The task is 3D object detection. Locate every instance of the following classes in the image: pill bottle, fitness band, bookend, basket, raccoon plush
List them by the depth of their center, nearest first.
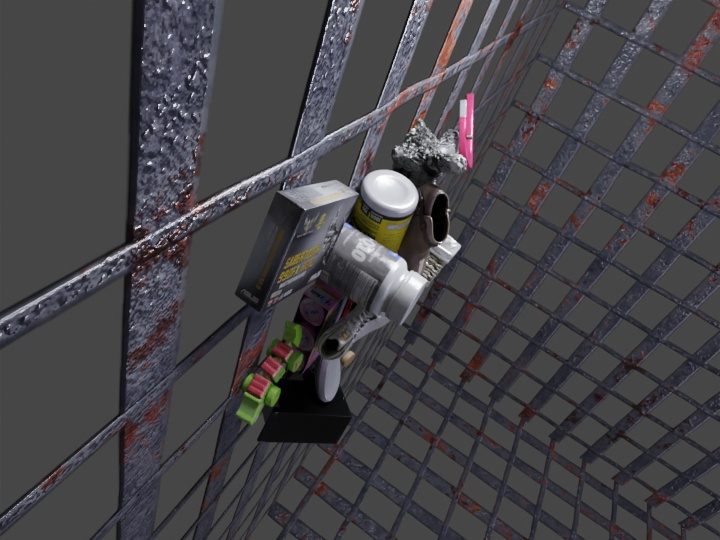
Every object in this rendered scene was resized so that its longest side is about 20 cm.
[{"bbox_3d":[0.014,0.005,0.936,0.115,0.198,0.114,-55,169,-16],"label":"pill bottle"},{"bbox_3d":[0.034,-0.085,1.017,0.113,0.111,0.202,-49,165,-41],"label":"pill bottle"},{"bbox_3d":[0.155,-0.234,1.029,0.135,0.198,0.097,-54,137,-22],"label":"raccoon plush"},{"bbox_3d":[-0.147,0.285,1.190,0.197,0.200,0.093,13,119,-32],"label":"bookend"},{"bbox_3d":[0.291,-0.378,1.407,0.144,0.037,0.205,45,48,-70],"label":"fitness band"},{"bbox_3d":[0.152,-0.066,1.407,0.124,0.199,0.135,-57,171,24],"label":"basket"}]

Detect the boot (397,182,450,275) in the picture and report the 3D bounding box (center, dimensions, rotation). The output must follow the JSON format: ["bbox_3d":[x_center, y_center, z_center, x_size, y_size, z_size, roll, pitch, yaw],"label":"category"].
[{"bbox_3d":[0.126,-0.068,1.011,0.146,0.069,0.205,-150,-125,-71],"label":"boot"}]

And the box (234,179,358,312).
[{"bbox_3d":[-0.085,-0.043,0.752,0.160,0.048,0.200,-63,169,21],"label":"box"}]

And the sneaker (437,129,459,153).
[{"bbox_3d":[0.226,-0.337,1.386,0.200,0.073,0.084,-48,151,-66],"label":"sneaker"}]

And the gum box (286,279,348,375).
[{"bbox_3d":[-0.096,0.112,1.084,0.114,0.065,0.202,-45,163,-54],"label":"gum box"}]

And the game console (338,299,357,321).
[{"bbox_3d":[0.004,0.051,1.173,0.178,0.031,0.202,-57,173,-48],"label":"game console"}]

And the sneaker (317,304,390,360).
[{"bbox_3d":[-0.003,0.108,1.010,0.200,0.074,0.115,-42,180,31],"label":"sneaker"}]

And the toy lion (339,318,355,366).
[{"bbox_3d":[-0.078,0.209,1.364,0.199,0.068,0.193,-36,153,-29],"label":"toy lion"}]

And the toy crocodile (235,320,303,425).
[{"bbox_3d":[-0.167,0.189,0.970,0.202,0.067,0.062,-58,165,-19],"label":"toy crocodile"}]

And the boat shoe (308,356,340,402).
[{"bbox_3d":[-0.088,0.210,1.194,0.073,0.069,0.203,62,23,-44],"label":"boat shoe"}]
